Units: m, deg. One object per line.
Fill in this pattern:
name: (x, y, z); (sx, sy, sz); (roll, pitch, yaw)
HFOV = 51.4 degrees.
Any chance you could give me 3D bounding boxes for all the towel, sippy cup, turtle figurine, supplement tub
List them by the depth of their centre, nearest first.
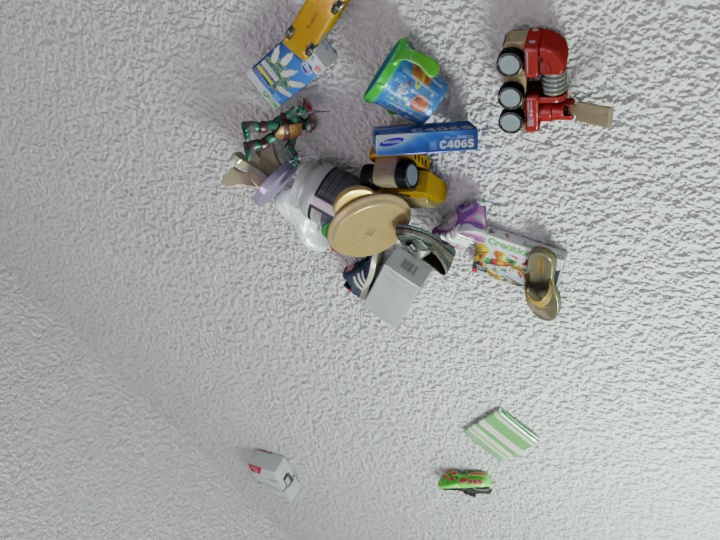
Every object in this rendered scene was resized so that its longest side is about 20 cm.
sippy cup: (0.094, -0.358, 1.462); (0.130, 0.178, 0.140); (32, 106, -11)
turtle figurine: (-0.165, -0.310, 1.686); (0.101, 0.199, 0.150); (-119, 20, -50)
supplement tub: (-0.052, -0.161, 1.753); (0.199, 0.141, 0.141); (30, 141, 9)
towel: (0.402, 0.472, 2.140); (0.152, 0.023, 0.200); (38, 143, 0)

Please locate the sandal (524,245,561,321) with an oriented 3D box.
sandal: (0.391, 0.037, 1.626); (0.080, 0.054, 0.201); (12, 135, 27)

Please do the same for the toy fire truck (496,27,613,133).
toy fire truck: (0.345, -0.324, 1.317); (0.199, 0.129, 0.177); (5, 132, 18)

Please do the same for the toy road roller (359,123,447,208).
toy road roller: (0.100, -0.227, 1.614); (0.122, 0.147, 0.200); (3, 168, 35)

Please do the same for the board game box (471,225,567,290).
board game box: (0.352, -0.019, 1.672); (0.199, 0.035, 0.127); (21, 138, 20)

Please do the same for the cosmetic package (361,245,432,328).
cosmetic package: (0.092, 0.046, 1.902); (0.113, 0.081, 0.200); (34, 143, 4)

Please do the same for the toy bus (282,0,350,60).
toy bus: (-0.073, -0.505, 1.445); (0.065, 0.078, 0.200); (38, 131, -5)

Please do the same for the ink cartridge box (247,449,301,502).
ink cartridge box: (-0.346, 0.831, 3.022); (0.145, 0.083, 0.201); (6, 133, 33)

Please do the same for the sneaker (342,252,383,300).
sneaker: (0.000, 0.000, 1.928); (0.084, 0.075, 0.200); (27, 141, 6)

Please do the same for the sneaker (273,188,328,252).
sneaker: (-0.135, -0.128, 1.910); (0.080, 0.071, 0.201); (-23, 121, 26)

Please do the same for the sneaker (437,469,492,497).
sneaker: (0.328, 0.683, 2.364); (0.199, 0.077, 0.084); (-9, 119, 44)

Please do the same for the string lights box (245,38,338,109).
string lights box: (-0.149, -0.441, 1.611); (0.103, 0.059, 0.200); (50, 140, -14)

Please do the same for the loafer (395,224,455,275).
loafer: (0.146, -0.044, 1.657); (0.072, 0.063, 0.200); (0, 163, 42)

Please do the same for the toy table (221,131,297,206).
toy table: (-0.236, -0.242, 1.789); (0.117, 0.184, 0.200); (42, -176, -1)

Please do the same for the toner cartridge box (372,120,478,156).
toner cartridge box: (0.125, -0.262, 1.476); (0.199, 0.095, 0.043); (-4, 110, -3)

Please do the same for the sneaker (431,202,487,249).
sneaker: (0.223, -0.103, 1.660); (0.080, 0.089, 0.200); (17, 169, -19)

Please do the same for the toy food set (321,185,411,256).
toy food set: (0.014, -0.101, 1.631); (0.198, 0.199, 0.049); (-59, 41, 41)
